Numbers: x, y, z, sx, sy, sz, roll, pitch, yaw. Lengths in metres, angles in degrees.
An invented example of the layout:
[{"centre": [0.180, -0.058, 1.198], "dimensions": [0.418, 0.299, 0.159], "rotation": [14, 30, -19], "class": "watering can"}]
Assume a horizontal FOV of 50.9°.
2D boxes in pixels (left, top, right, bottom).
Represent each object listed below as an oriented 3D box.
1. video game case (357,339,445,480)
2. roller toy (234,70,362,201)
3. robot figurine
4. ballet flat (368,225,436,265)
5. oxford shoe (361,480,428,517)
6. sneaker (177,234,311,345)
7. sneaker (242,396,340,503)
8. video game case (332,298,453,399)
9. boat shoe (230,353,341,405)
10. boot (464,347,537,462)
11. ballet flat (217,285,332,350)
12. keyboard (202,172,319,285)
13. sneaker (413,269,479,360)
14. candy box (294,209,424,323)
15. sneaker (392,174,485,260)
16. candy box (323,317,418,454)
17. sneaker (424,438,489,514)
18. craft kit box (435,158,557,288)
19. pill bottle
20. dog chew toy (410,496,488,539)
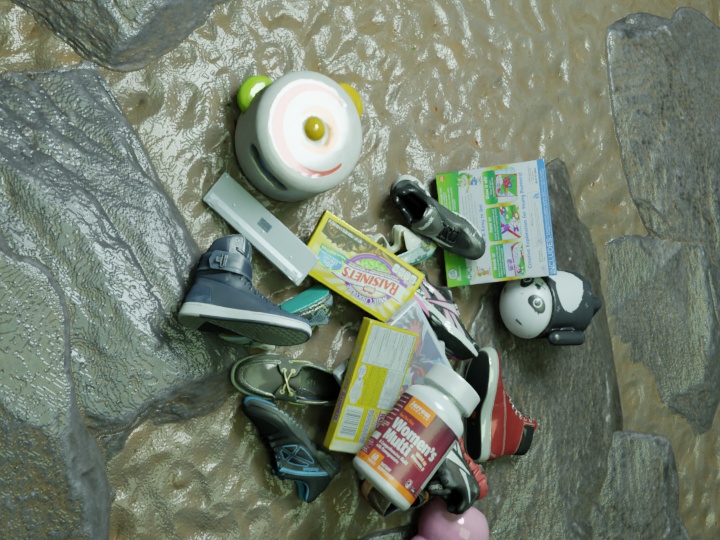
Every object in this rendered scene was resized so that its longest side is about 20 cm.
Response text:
[{"centre": [0.070, 0.233, 1.279], "dimensions": [0.178, 0.023, 0.206], "rotation": [-9, 101, -28], "class": "video game case"}, {"centre": [-0.092, -0.206, 1.175], "dimensions": [0.195, 0.139, 0.188], "rotation": [4, 85, -28], "class": "roller toy"}, {"centre": [0.351, 0.062, 1.402], "dimensions": [0.195, 0.149, 0.129], "rotation": [0, 99, -28], "class": "robot figurine"}, {"centre": [0.048, -0.033, 1.275], "dimensions": [0.196, 0.069, 0.073], "rotation": [-24, 121, -24], "class": "ballet flat"}, {"centre": [0.101, 0.358, 1.267], "dimensions": [0.195, 0.073, 0.073], "rotation": [-18, 129, -22], "class": "oxford shoe"}, {"centre": [-0.156, 0.025, 1.118], "dimensions": [0.196, 0.078, 0.149], "rotation": [11, 60, 6], "class": "sneaker"}, {"centre": [-0.116, 0.276, 1.168], "dimensions": [0.200, 0.073, 0.082], "rotation": [46, 70, -17], "class": "sneaker"}, {"centre": [0.066, 0.181, 1.236], "dimensions": [0.181, 0.023, 0.203], "rotation": [-41, 119, -19], "class": "video game case"}, {"centre": [-0.104, 0.172, 1.188], "dimensions": [0.197, 0.060, 0.074], "rotation": [13, 80, -27], "class": "boat shoe"}, {"centre": [0.263, 0.239, 1.377], "dimensions": [0.141, 0.072, 0.206], "rotation": [0, 95, -28], "class": "boot"}, {"centre": [-0.127, 0.088, 1.183], "dimensions": [0.196, 0.074, 0.076], "rotation": [-19, 95, -24], "class": "ballet flat"}, {"centre": [-0.153, -0.064, 1.172], "dimensions": [0.199, 0.011, 0.057], "rotation": [42, 83, -4], "class": "keyboard"}, {"centre": [0.146, 0.074, 1.322], "dimensions": [0.200, 0.079, 0.087], "rotation": [46, 57, -24], "class": "sneaker"}, {"centre": [0.000, 0.000, 1.217], "dimensions": [0.197, 0.026, 0.104], "rotation": [32, 89, -15], "class": "candy box"}, {"centre": [0.126, -0.080, 1.283], "dimensions": [0.199, 0.091, 0.067], "rotation": [40, 113, 2], "class": "sneaker"}, {"centre": [0.017, 0.182, 1.166], "dimensions": [0.101, 0.026, 0.205], "rotation": [18, 91, -38], "class": "candy box"}, {"centre": [0.129, 0.304, 1.216], "dimensions": [0.098, 0.070, 0.203], "rotation": [-38, 99, -41], "class": "sneaker"}, {"centre": [0.238, -0.081, 1.337], "dimensions": [0.192, 0.048, 0.206], "rotation": [-6, 89, 9], "class": "craft kit box"}, {"centre": [0.086, 0.246, 1.137], "dimensions": [0.110, 0.109, 0.201], "rotation": [44, 76, -18], "class": "pill bottle"}, {"centre": [0.129, 0.478, 1.264], "dimensions": [0.124, 0.124, 0.202], "rotation": [39, 78, -20], "class": "dog chew toy"}]
